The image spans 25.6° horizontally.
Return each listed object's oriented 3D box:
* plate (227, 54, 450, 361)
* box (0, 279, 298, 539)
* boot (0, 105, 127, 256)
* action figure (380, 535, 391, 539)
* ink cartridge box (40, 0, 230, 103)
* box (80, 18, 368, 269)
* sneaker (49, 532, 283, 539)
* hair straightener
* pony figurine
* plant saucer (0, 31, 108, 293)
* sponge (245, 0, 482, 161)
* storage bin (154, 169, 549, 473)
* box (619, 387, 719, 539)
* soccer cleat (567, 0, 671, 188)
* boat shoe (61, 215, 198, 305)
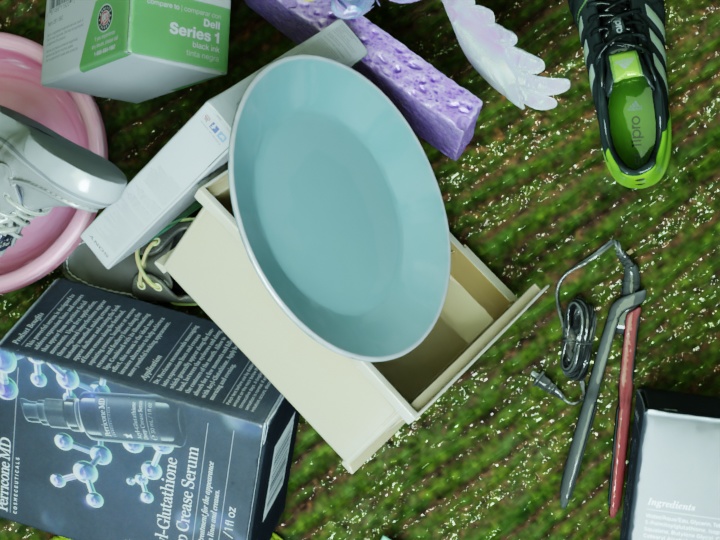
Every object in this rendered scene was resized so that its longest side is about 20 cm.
[{"bbox_3d":[-0.016,-0.038,0.997,0.026,0.200,0.201,-20,88,39],"label":"plate"},{"bbox_3d":[-0.153,0.115,1.139,0.200,0.107,0.149,15,120,9],"label":"box"},{"bbox_3d":[-0.231,-0.049,1.097,0.073,0.200,0.096,21,95,-34],"label":"boot"},{"bbox_3d":[0.080,0.292,1.166,0.200,0.055,0.118,27,94,8],"label":"action figure"},{"bbox_3d":[-0.157,-0.232,1.125,0.084,0.146,0.201,7,83,-34],"label":"ink cartridge box"},{"bbox_3d":[-0.096,-0.085,1.091,0.036,0.144,0.200,52,139,-2],"label":"box"},{"bbox_3d":[-0.140,0.233,1.201,0.199,0.074,0.084,1,117,6],"label":"sneaker"},{"bbox_3d":[0.162,0.076,1.152,0.077,0.041,0.200,7,93,9],"label":"hair straightener"},{"bbox_3d":[0.055,-0.212,1.066,0.193,0.200,0.167,47,132,43],"label":"pony figurine"},{"bbox_3d":[-0.284,-0.079,1.206,0.200,0.051,0.201,-1,83,10],"label":"plant saucer"},{"bbox_3d":[-0.001,-0.155,1.135,0.200,0.112,0.030,37,86,6],"label":"sponge"},{"bbox_3d":[0.000,0.000,1.095,0.200,0.199,0.094,46,136,5],"label":"storage bin"},{"bbox_3d":[0.233,0.191,1.090,0.107,0.148,0.200,6,93,9],"label":"box"},{"bbox_3d":[0.187,-0.158,1.121,0.067,0.081,0.200,-10,90,9],"label":"soccer cleat"},{"bbox_3d":[-0.134,-0.010,1.187,0.201,0.061,0.072,-2,92,9],"label":"boat shoe"}]
